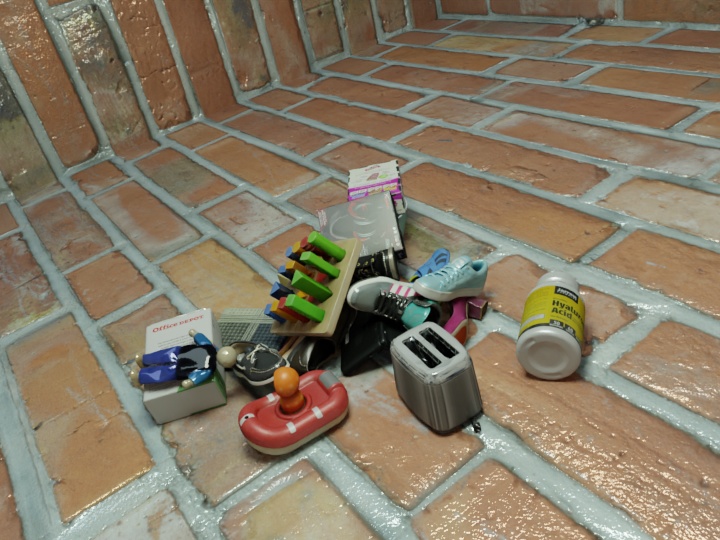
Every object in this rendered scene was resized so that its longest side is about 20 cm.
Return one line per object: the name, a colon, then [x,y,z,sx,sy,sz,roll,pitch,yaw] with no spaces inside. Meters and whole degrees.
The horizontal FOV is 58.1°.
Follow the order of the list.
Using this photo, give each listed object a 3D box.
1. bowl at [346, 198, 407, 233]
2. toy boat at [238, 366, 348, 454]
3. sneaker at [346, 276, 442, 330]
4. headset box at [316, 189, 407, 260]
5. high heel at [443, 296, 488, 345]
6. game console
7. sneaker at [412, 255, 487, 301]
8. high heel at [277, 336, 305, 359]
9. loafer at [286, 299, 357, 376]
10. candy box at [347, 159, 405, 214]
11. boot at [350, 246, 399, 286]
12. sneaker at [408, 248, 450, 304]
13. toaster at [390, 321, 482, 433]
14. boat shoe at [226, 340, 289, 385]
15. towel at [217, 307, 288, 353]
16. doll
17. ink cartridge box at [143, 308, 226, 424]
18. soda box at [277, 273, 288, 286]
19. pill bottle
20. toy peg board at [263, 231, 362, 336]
bowl: [0.030,-0.104,1.635,0.198,0.106,0.202,-11,31,6]
toy boat: [-0.125,0.228,1.150,0.199,0.132,0.130,-27,33,-20]
sneaker: [0.079,0.077,1.250,0.198,0.084,0.121,5,24,-27]
headset box: [-0.007,-0.081,1.487,0.198,0.075,0.150,-14,73,9]
high heel: [0.175,0.099,1.284,0.095,0.068,0.200,16,27,27]
game console: [0.057,0.132,1.333,0.175,0.116,0.201,-39,24,20]
sneaker: [0.180,0.007,1.283,0.199,0.083,0.074,-7,28,-46]
high heel: [-0.134,0.142,1.324,0.199,0.097,0.067,-34,36,-29]
loafer: [-0.064,0.138,1.303,0.071,0.073,0.201,8,55,50]
candy box: [0.039,-0.200,1.624,0.135,0.062,0.201,-11,32,8]
boot: [0.000,0.000,1.350,0.149,0.074,0.200,-9,-1,-4]
sneaker: [0.152,0.002,1.425,0.078,0.066,0.201,15,34,2]
toaster: [0.129,0.182,1.114,0.113,0.130,0.200,-25,33,-15]
boat shoe: [-0.203,0.170,1.249,0.074,0.061,0.199,-35,18,-25]
towel: [-0.251,0.151,1.434,0.198,0.035,0.193,0,38,20]
doll: [-0.333,0.171,1.240,0.198,0.049,0.137,-8,46,8]
ink cartridge box: [-0.357,0.190,1.323,0.143,0.084,0.201,-16,44,-1]
soda box: [-0.103,0.042,1.502,0.068,0.065,0.199,-36,36,-30]
pill bottle: [0.349,0.092,1.178,0.110,0.112,0.201,-1,34,23]
toy peg board: [-0.119,0.019,1.291,0.198,0.097,0.202,-6,59,50]
